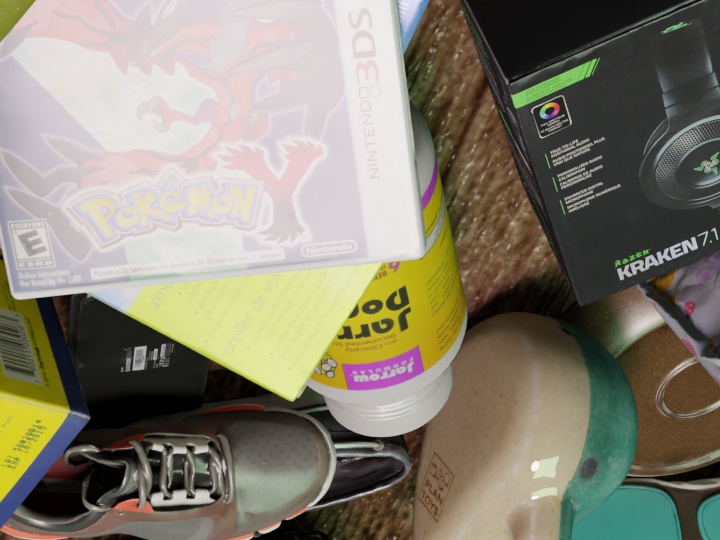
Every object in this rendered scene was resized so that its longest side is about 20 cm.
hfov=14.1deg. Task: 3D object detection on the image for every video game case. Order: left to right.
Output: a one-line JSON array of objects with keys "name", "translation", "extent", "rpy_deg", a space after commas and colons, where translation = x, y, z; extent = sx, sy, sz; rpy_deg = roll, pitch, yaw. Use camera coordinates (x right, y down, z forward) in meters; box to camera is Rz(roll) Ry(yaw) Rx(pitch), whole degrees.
[{"name": "video game case", "translation": [-0.078, -0.078, 1.334], "extent": [0.199, 0.023, 0.183], "rpy_deg": [-6, 119, 4]}]

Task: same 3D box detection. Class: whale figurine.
[{"name": "whale figurine", "translation": [0.089, 0.124, 1.667], "extent": [0.103, 0.159, 0.201], "rpy_deg": [13, 108, -30]}]

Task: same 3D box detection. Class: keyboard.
[{"name": "keyboard", "translation": [-0.106, 0.029, 1.547], "extent": [0.104, 0.040, 0.200], "rpy_deg": [-6, 159, -10]}]

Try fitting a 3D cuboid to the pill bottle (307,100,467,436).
[{"name": "pill bottle", "translation": [0.000, 0.000, 1.533], "extent": [0.104, 0.104, 0.200], "rpy_deg": [-19, 139, -4]}]

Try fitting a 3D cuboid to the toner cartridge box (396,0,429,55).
[{"name": "toner cartridge box", "translation": [-0.072, -0.140, 1.340], "extent": [0.199, 0.043, 0.095], "rpy_deg": [18, 123, -12]}]

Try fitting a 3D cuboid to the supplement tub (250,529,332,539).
[{"name": "supplement tub", "translation": [-0.104, 0.227, 1.717], "extent": [0.199, 0.123, 0.123], "rpy_deg": [-9, 138, -15]}]

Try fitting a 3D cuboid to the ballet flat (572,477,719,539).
[{"name": "ballet flat", "translation": [0.195, 0.161, 1.830], "extent": [0.199, 0.070, 0.070], "rpy_deg": [-7, 137, -19]}]

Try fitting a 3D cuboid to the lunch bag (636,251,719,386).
[{"name": "lunch bag", "translation": [0.285, 0.008, 1.642], "extent": [0.200, 0.127, 0.170], "rpy_deg": [-41, 129, 4]}]

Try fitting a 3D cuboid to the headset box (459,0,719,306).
[{"name": "headset box", "translation": [0.156, -0.104, 1.500], "extent": [0.174, 0.093, 0.200], "rpy_deg": [-23, 139, -1]}]

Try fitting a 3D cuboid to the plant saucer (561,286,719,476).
[{"name": "plant saucer", "translation": [0.199, 0.060, 1.746], "extent": [0.199, 0.032, 0.201], "rpy_deg": [-13, 138, -12]}]

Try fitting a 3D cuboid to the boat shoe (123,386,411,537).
[{"name": "boat shoe", "translation": [-0.069, 0.120, 1.658], "extent": [0.199, 0.068, 0.072], "rpy_deg": [-12, 138, -13]}]

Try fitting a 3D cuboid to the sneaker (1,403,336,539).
[{"name": "sneaker", "translation": [-0.110, 0.117, 1.584], "extent": [0.199, 0.077, 0.082], "rpy_deg": [-8, 177, -5]}]

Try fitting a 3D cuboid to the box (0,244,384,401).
[{"name": "box", "translation": [-0.088, -0.035, 1.400], "extent": [0.199, 0.048, 0.122], "rpy_deg": [28, 115, -11]}]

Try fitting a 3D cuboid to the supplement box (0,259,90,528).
[{"name": "supplement box", "translation": [-0.256, 0.050, 1.468], "extent": [0.199, 0.110, 0.109], "rpy_deg": [17, 125, -38]}]

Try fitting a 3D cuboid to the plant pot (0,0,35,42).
[{"name": "plant pot", "translation": [-0.178, -0.188, 1.201], "extent": [0.193, 0.201, 0.200], "rpy_deg": [-40, 138, 3]}]
